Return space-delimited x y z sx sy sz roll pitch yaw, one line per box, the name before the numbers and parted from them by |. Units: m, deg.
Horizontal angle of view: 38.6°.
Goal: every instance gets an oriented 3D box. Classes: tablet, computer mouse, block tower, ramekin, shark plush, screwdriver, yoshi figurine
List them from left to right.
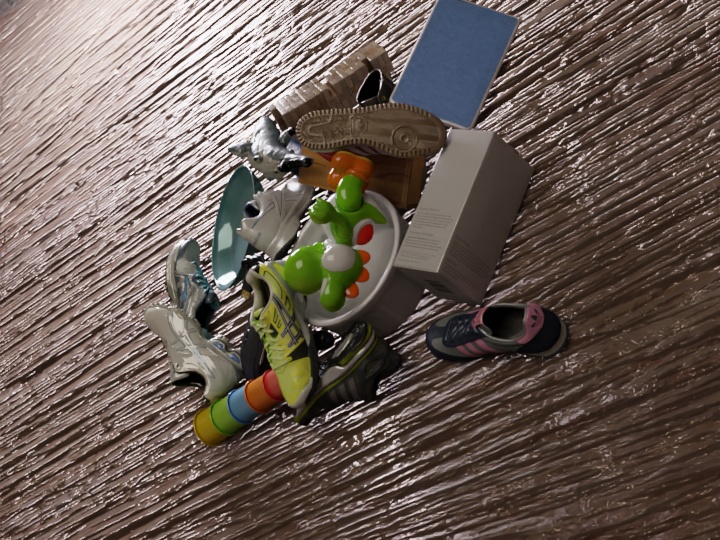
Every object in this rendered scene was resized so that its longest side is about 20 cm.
computer mouse | -0.158 0.075 1.491 0.140 0.046 0.202 42 130 55
shark plush | -0.129 -0.185 1.532 0.084 0.091 0.200 -56 20 -3
screwdriver | -0.091 0.103 1.458 0.199 0.028 0.029 -15 44 58
yoshi figurine | -0.046 -0.049 1.340 0.111 0.112 0.202 -7 66 44
block tower | -0.042 -0.278 1.605 0.199 0.054 0.058 -32 36 -4
ramekin | 0.000 0.000 1.417 0.199 0.098 0.202 -23 52 32
tablet | 0.137 -0.301 1.477 0.129 0.014 0.201 21 73 13

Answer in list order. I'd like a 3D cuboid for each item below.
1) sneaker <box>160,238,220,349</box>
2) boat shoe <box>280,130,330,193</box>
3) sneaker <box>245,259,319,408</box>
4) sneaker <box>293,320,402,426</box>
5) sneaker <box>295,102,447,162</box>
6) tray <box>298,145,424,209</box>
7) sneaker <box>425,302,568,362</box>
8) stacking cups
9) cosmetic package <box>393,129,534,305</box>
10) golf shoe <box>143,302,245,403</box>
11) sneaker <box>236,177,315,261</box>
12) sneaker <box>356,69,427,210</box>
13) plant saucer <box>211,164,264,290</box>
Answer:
sneaker | -0.264 0.039 1.666 0.086 0.078 0.202 -12 64 23
boat shoe | -0.067 -0.174 1.608 0.084 0.069 0.200 -50 43 -6
sneaker | -0.109 0.084 1.351 0.075 0.076 0.202 -32 64 45
sneaker | -0.022 0.153 1.364 0.200 0.081 0.074 -47 16 38
sneaker | 0.022 -0.179 1.383 0.198 0.112 0.072 4 87 10
tray | -0.001 -0.156 1.464 0.199 0.037 0.100 16 106 35
sneaker | 0.149 0.066 1.252 0.199 0.082 0.071 -9 60 39
stacking cups | -0.159 0.186 1.447 0.200 0.060 0.061 -36 45 39
cosmetic package | 0.136 -0.070 1.328 0.084 0.107 0.201 9 70 46
golf shoe | -0.267 0.122 1.541 0.199 0.079 0.097 29 62 25
sneaker | -0.123 -0.092 1.521 0.075 0.087 0.200 -57 9 29
sneaker | 0.037 -0.188 1.489 0.074 0.106 0.202 -22 53 31
plant saucer | -0.188 -0.065 1.630 0.200 0.036 0.202 -35 50 57
